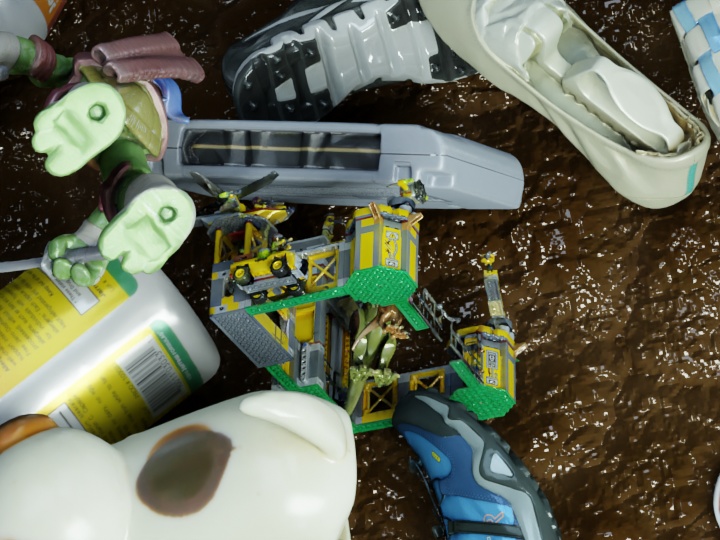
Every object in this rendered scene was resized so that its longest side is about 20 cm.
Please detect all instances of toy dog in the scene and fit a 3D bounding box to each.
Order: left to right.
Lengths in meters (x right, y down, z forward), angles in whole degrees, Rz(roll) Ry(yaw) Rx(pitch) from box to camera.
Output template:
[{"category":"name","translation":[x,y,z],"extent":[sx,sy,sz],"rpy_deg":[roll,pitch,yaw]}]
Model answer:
[{"category":"toy dog","translation":[-0.102,0.134,1.515],"extent":[0.200,0.194,0.140],"rpy_deg":[-4,67,-4]}]

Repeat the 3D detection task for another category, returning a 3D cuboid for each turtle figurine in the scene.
[{"category":"turtle figurine","translation":[-0.170,-0.052,1.530],"extent":[0.200,0.144,0.194],"rpy_deg":[-3,13,-15]}]

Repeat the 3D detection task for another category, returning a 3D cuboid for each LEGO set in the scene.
[{"category":"LEGO set","translation":[0.000,0.000,1.585],"extent":[0.154,0.200,0.116],"rpy_deg":[-18,53,28]}]

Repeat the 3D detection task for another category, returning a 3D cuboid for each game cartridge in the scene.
[{"category":"game cartridge","translation":[-0.017,-0.059,1.642],"extent":[0.200,0.133,0.041],"rpy_deg":[3,82,25]}]

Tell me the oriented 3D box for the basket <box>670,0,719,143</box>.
[{"category":"basket","translation":[0.282,-0.120,1.586],"extent":[0.200,0.176,0.139],"rpy_deg":[-30,59,6]}]

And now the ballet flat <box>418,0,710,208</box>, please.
[{"category":"ballet flat","translation":[0.117,-0.117,1.645],"extent":[0.200,0.069,0.069],"rpy_deg":[40,75,6]}]

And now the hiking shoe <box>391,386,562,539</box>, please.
[{"category":"hiking shoe","translation":[0.065,0.149,1.526],"extent":[0.087,0.074,0.200],"rpy_deg":[-36,65,-4]}]

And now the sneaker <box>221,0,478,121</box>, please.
[{"category":"sneaker","translation":[0.004,-0.140,1.724],"extent":[0.200,0.067,0.090],"rpy_deg":[-20,26,-16]}]

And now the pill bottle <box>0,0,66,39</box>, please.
[{"category":"pill bottle","translation":[-0.226,-0.197,1.794],"extent":[0.112,0.112,0.200],"rpy_deg":[16,66,22]}]

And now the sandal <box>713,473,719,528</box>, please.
[{"category":"sandal","translation":[0.277,0.079,1.530],"extent":[0.207,0.059,0.079],"rpy_deg":[-26,57,-1]}]

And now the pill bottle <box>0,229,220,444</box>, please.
[{"category":"pill bottle","translation":[-0.187,0.071,1.624],"extent":[0.200,0.113,0.113],"rpy_deg":[-39,58,-10]}]
